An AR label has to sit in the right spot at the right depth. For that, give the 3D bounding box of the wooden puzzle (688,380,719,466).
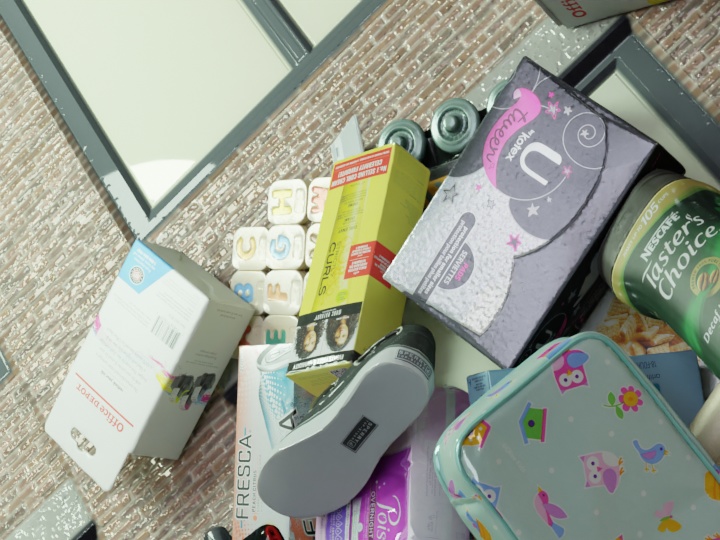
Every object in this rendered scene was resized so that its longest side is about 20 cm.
[{"bbox_3d":[0.342,0.117,1.077,0.199,0.037,0.186,34,101,7],"label":"wooden puzzle"}]

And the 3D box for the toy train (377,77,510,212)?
[{"bbox_3d":[0.100,-0.084,1.321,0.198,0.085,0.115,-18,75,24],"label":"toy train"}]

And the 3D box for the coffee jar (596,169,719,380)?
[{"bbox_3d":[0.246,0.009,1.073,0.105,0.085,0.200,-61,32,12],"label":"coffee jar"}]

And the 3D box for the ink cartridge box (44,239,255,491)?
[{"bbox_3d":[-0.194,0.090,1.430,0.115,0.068,0.202,36,102,36],"label":"ink cartridge box"}]

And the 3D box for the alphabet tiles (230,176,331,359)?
[{"bbox_3d":[-0.047,0.019,1.376,0.194,0.015,0.203,1,86,42],"label":"alphabet tiles"}]

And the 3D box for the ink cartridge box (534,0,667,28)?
[{"bbox_3d":[0.225,-0.284,1.271,0.198,0.145,0.084,-12,67,26],"label":"ink cartridge box"}]

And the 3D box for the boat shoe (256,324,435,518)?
[{"bbox_3d":[-0.006,0.114,1.164,0.200,0.068,0.057,-46,12,36],"label":"boat shoe"}]

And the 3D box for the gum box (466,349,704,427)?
[{"bbox_3d":[0.172,0.165,1.118,0.045,0.168,0.203,153,112,-70],"label":"gum box"}]

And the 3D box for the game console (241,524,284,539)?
[{"bbox_3d":[-0.071,0.302,1.231,0.178,0.031,0.200,65,151,10],"label":"game console"}]

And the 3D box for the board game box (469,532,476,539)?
[{"bbox_3d":[0.102,0.258,1.195,0.164,0.056,0.203,-18,65,43],"label":"board game box"}]

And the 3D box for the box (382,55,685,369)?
[{"bbox_3d":[0.131,-0.037,1.195,0.132,0.115,0.201,36,96,22],"label":"box"}]

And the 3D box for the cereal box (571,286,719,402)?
[{"bbox_3d":[0.217,0.073,1.220,0.143,0.039,0.201,36,94,34],"label":"cereal box"}]

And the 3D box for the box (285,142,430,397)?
[{"bbox_3d":[0.000,0.000,1.256,0.075,0.050,0.202,-13,52,40],"label":"box"}]

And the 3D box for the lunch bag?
[{"bbox_3d":[0.159,0.151,1.052,0.160,0.077,0.201,-38,92,-18],"label":"lunch bag"}]

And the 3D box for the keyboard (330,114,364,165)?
[{"bbox_3d":[0.002,-0.034,1.375,0.056,0.011,0.202,-40,54,55],"label":"keyboard"}]

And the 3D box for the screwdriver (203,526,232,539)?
[{"bbox_3d":[-0.086,0.304,1.331,0.029,0.028,0.201,-56,51,40],"label":"screwdriver"}]

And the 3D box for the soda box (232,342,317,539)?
[{"bbox_3d":[-0.062,0.164,1.319,0.068,0.063,0.203,-5,80,38],"label":"soda box"}]

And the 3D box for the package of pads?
[{"bbox_3d":[0.025,0.191,1.199,0.120,0.075,0.203,-16,65,47],"label":"package of pads"}]
